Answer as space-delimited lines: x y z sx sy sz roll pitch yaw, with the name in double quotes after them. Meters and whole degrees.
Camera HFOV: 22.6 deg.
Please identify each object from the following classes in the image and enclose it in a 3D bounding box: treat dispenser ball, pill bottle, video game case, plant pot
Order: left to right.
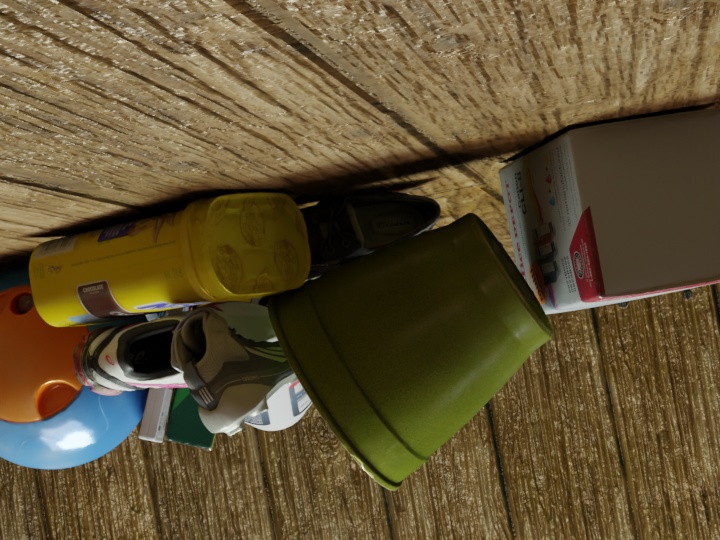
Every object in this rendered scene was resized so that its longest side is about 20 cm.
-0.296 0.090 1.730 0.200 0.201 0.201 -11 176 -1 "treat dispenser ball"
-0.177 0.062 1.701 0.018 0.201 0.143 12 173 -2 "video game case"
-0.104 0.105 1.973 0.119 0.120 0.200 -10 159 -3 "pill bottle"
0.055 0.054 1.562 0.193 0.201 0.200 -34 173 8 "plant pot"

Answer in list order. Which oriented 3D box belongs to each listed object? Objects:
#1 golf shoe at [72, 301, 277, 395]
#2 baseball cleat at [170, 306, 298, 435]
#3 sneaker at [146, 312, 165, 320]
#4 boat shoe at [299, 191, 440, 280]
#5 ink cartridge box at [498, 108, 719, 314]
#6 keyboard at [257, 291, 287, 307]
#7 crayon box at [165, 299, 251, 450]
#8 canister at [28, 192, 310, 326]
-0.147 0.070 1.588 0.200 0.073 0.092 -13 -178 -34 "golf shoe"
-0.101 0.070 1.529 0.070 0.107 0.200 -29 -174 13 "baseball cleat"
-0.182 0.004 1.880 0.095 0.079 0.200 -24 179 20 "sneaker"
-0.018 -0.038 1.657 0.200 0.072 0.066 -12 164 -27 "boat shoe"
0.226 -0.046 1.573 0.144 0.146 0.200 -10 176 -13 "ink cartridge box"
-0.094 0.047 1.743 0.040 0.104 0.200 31 143 -7 "keyboard"
-0.146 0.061 1.787 0.051 0.200 0.127 14 -167 -7 "crayon box"
-0.165 -0.006 1.544 0.200 0.087 0.148 -11 178 32 "canister"
